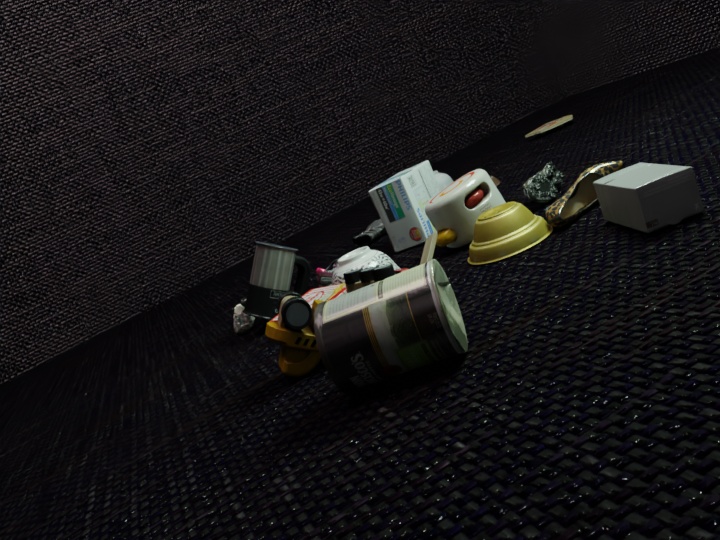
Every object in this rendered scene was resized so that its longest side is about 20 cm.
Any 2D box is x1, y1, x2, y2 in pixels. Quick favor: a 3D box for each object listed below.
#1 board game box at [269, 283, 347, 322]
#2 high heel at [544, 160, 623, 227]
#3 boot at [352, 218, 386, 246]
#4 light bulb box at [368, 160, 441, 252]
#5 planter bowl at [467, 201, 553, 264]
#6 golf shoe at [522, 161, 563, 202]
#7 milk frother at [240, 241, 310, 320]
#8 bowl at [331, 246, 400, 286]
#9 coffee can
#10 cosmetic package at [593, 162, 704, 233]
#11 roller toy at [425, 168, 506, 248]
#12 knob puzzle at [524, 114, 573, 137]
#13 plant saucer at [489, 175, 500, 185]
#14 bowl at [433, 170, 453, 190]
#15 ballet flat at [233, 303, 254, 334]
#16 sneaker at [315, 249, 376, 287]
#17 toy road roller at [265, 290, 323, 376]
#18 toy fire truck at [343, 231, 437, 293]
[{"bbox_3d":[-0.106,0.094,1.567,0.151,0.047,0.198,-39,16,-35],"label":"board game box"},{"bbox_3d":[0.479,-0.162,1.399,0.199,0.072,0.143,-37,3,16],"label":"high heel"},{"bbox_3d":[0.068,-0.139,2.282,0.131,0.070,0.199,-39,6,-42],"label":"boot"},{"bbox_3d":[0.151,-0.190,1.946,0.123,0.201,0.200,-19,11,36],"label":"light bulb box"},{"bbox_3d":[0.311,-0.094,1.444,0.197,0.085,0.201,-25,11,5],"label":"planter bowl"},{"bbox_3d":[0.461,-0.207,1.719,0.094,0.078,0.199,-38,-1,38],"label":"golf shoe"},{"bbox_3d":[-0.254,0.022,1.786,0.197,0.192,0.179,13,2,32],"label":"milk frother"},{"bbox_3d":[0.000,0.000,1.670,0.198,0.096,0.201,-23,11,5],"label":"bowl"},{"bbox_3d":[0.047,0.086,1.014,0.197,0.149,0.147,-22,11,16],"label":"coffee can"},{"bbox_3d":[0.508,-0.134,1.186,0.105,0.092,0.200,-21,8,1],"label":"cosmetic package"},{"bbox_3d":[0.265,-0.147,1.649,0.181,0.141,0.200,-31,9,28],"label":"roller toy"},{"bbox_3d":[0.852,-0.634,2.917,0.216,0.031,0.220,-24,10,5],"label":"knob puzzle"},{"bbox_3d":[0.387,-0.282,2.300,0.197,0.035,0.200,-25,12,5],"label":"plant saucer"},{"bbox_3d":[0.281,-0.338,2.647,0.198,0.092,0.201,-24,12,5],"label":"bowl"},{"bbox_3d":[-0.335,0.128,1.897,0.071,0.073,0.200,-26,10,-7],"label":"ballet flat"},{"bbox_3d":[-0.030,-0.008,1.827,0.198,0.076,0.080,-29,12,-23],"label":"sneaker"},{"bbox_3d":[-0.083,0.129,1.263,0.196,0.149,0.123,12,3,-14],"label":"toy road roller"},{"bbox_3d":[0.081,0.007,1.430,0.197,0.131,0.175,-18,5,-33],"label":"toy fire truck"}]
